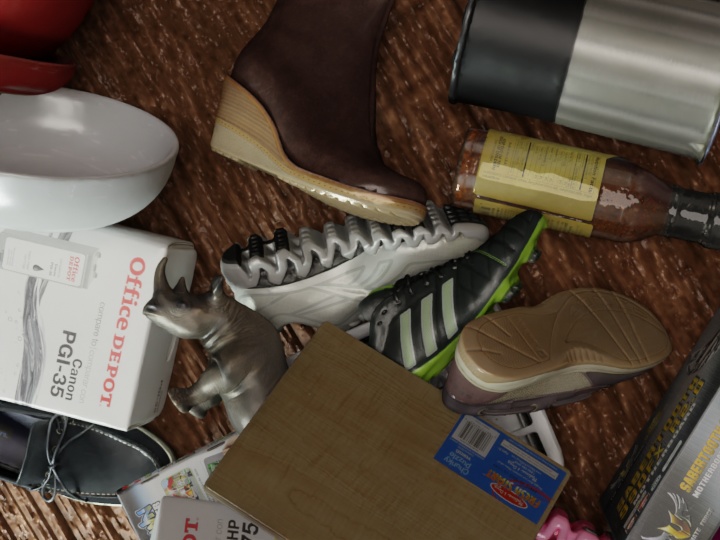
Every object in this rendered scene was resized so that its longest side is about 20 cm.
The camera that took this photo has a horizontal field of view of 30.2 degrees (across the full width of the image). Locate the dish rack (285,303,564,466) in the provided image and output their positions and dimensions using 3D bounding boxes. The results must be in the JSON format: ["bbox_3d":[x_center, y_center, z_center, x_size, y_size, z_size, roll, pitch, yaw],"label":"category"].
[{"bbox_3d":[0.036,0.118,1.001,0.200,0.044,0.172,-23,89,7],"label":"dish rack"}]

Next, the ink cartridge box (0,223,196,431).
[{"bbox_3d":[-0.241,0.026,1.014,0.200,0.083,0.147,13,92,7],"label":"ink cartridge box"}]

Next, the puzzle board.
[{"bbox_3d":[0.020,0.140,0.881,0.200,0.017,0.151,31,58,9],"label":"puzzle board"}]

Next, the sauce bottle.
[{"bbox_3d":[0.168,-0.055,0.973,0.200,0.066,0.066,14,92,5],"label":"sauce bottle"}]

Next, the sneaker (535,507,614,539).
[{"bbox_3d":[0.095,0.197,0.931,0.200,0.079,0.095,26,94,12],"label":"sneaker"}]

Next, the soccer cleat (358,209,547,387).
[{"bbox_3d":[0.050,0.026,0.945,0.081,0.068,0.200,41,98,7],"label":"soccer cleat"}]

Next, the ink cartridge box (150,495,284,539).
[{"bbox_3d":[-0.050,0.254,0.894,0.200,0.146,0.147,8,58,-8],"label":"ink cartridge box"}]

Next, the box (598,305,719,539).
[{"bbox_3d":[0.241,0.104,0.918,0.048,0.158,0.200,31,95,3],"label":"box"}]

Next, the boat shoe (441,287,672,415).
[{"bbox_3d":[0.137,0.061,0.940,0.072,0.200,0.065,59,135,25],"label":"boat shoe"}]

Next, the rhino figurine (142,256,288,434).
[{"bbox_3d":[-0.091,0.077,0.961,0.087,0.060,0.200,-30,93,0],"label":"rhino figurine"}]

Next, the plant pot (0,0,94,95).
[{"bbox_3d":[-0.282,-0.231,0.965,0.200,0.200,0.183,17,101,7],"label":"plant pot"}]

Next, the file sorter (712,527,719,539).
[{"bbox_3d":[0.297,0.200,0.924,0.125,0.139,0.200,42,95,2],"label":"file sorter"}]

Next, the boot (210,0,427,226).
[{"bbox_3d":[-0.010,-0.134,0.968,0.200,0.072,0.166,25,89,29],"label":"boot"}]

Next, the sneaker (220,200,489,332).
[{"bbox_3d":[0.000,0.000,0.998,0.200,0.075,0.081,-12,108,6],"label":"sneaker"}]

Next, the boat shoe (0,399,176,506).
[{"bbox_3d":[-0.239,0.138,1.019,0.200,0.062,0.075,18,98,-4],"label":"boat shoe"}]

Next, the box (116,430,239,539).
[{"bbox_3d":[-0.091,0.231,1.003,0.110,0.035,0.200,-25,90,-10],"label":"box"}]

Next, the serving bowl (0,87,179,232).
[{"bbox_3d":[-0.235,-0.075,0.967,0.200,0.200,0.066,13,114,7],"label":"serving bowl"}]

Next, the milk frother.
[{"bbox_3d":[0.169,-0.185,0.904,0.188,0.200,0.181,14,88,6],"label":"milk frother"}]
